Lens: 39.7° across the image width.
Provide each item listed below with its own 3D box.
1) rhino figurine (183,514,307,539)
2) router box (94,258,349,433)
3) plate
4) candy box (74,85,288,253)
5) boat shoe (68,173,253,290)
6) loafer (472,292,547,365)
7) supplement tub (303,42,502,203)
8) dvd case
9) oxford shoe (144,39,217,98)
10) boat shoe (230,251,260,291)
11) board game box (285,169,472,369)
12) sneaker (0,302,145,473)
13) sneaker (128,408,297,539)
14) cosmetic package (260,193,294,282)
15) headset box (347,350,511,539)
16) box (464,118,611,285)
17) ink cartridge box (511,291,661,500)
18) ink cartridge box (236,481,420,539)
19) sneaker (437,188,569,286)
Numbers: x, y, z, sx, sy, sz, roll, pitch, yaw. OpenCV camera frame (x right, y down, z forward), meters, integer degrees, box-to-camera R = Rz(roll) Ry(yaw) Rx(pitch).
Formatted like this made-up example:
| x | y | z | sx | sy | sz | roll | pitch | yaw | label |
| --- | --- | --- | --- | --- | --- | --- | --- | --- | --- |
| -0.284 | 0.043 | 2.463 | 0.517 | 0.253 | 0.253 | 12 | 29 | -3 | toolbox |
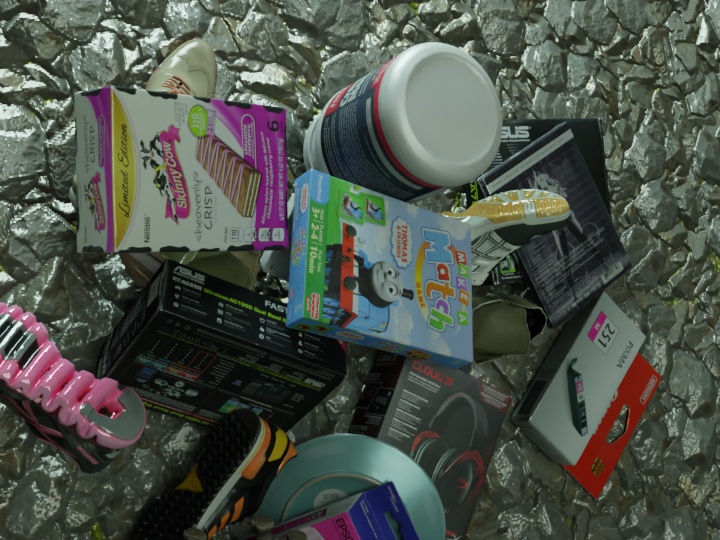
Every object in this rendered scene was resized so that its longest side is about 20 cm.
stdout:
| x | y | z | sx | sy | sz | roll | pitch | yaw | label |
| --- | --- | --- | --- | --- | --- | --- | --- | --- | --- |
| -0.145 | 0.282 | 0.901 | 0.198 | 0.060 | 0.088 | 0 | 114 | -38 | rhino figurine |
| -0.130 | 0.084 | 0.946 | 0.198 | 0.150 | 0.063 | 23 | 43 | -26 | router box |
| -0.013 | 0.262 | 1.006 | 0.197 | 0.026 | 0.203 | 2 | 106 | 5 | plate |
| -0.154 | -0.084 | 0.889 | 0.199 | 0.061 | 0.138 | -3 | 93 | -47 | candy box |
| -0.201 | -0.017 | 0.957 | 0.199 | 0.069 | 0.075 | 37 | 36 | 1 | boat shoe |
| 0.153 | 0.060 | 1.108 | 0.199 | 0.069 | 0.076 | -18 | 108 | -59 | loafer |
| 0.038 | -0.138 | 1.026 | 0.139 | 0.199 | 0.142 | 5 | 79 | -30 | supplement tub |
| 0.235 | -0.054 | 1.188 | 0.148 | 0.016 | 0.201 | -33 | 104 | -25 | dvd case |
| -0.179 | -0.158 | 0.965 | 0.070 | 0.075 | 0.202 | 25 | 57 | -14 | oxford shoe |
| -0.129 | -0.046 | 1.008 | 0.071 | 0.065 | 0.203 | 4 | 85 | -29 | boat shoe |
| 0.024 | 0.002 | 0.976 | 0.198 | 0.036 | 0.153 | 17 | 63 | -31 | board game box |
| -0.293 | 0.112 | 0.901 | 0.199 | 0.096 | 0.079 | 38 | 38 | 1 | sneaker |
| -0.138 | 0.232 | 0.963 | 0.201 | 0.070 | 0.090 | -52 | 133 | 2 | sneaker |
| 0.000 | 0.000 | 1.055 | 0.198 | 0.051 | 0.083 | 26 | 97 | -15 | cosmetic package |
| 0.069 | 0.182 | 1.095 | 0.148 | 0.075 | 0.202 | 29 | 73 | -23 | headset box |
| 0.219 | -0.086 | 1.216 | 0.198 | 0.047 | 0.196 | -5 | 91 | -30 | box |
| 0.299 | 0.158 | 1.246 | 0.173 | 0.043 | 0.201 | 43 | 68 | -18 | ink cartridge box |
| -0.040 | 0.288 | 0.986 | 0.198 | 0.037 | 0.095 | -24 | 101 | 9 | ink cartridge box |
| 0.140 | -0.030 | 1.118 | 0.198 | 0.076 | 0.089 | -14 | 110 | 14 | sneaker |
